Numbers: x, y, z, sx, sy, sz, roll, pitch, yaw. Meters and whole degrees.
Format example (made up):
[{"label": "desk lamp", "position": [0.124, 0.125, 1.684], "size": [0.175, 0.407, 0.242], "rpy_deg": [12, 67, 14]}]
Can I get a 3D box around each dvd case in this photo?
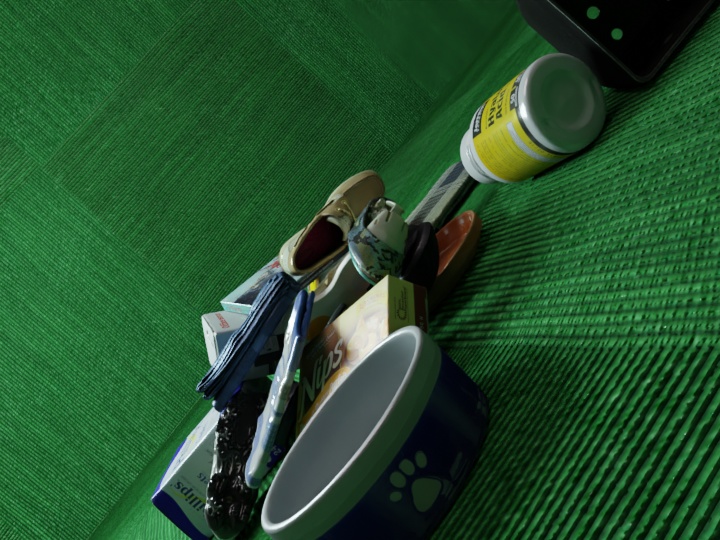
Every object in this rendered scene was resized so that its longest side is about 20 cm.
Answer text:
[{"label": "dvd case", "position": [-0.117, 0.004, 1.223], "size": [0.199, 0.022, 0.144], "rpy_deg": [-40, 25, -30]}]

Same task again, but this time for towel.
[{"label": "towel", "position": [-0.153, 0.093, 1.058], "size": [0.203, 0.048, 0.112], "rpy_deg": [-58, 2, -1]}, {"label": "towel", "position": [-0.095, 0.136, 0.896], "size": [0.147, 0.023, 0.205], "rpy_deg": [-89, 17, -70]}, {"label": "towel", "position": [0.144, -0.120, 1.323], "size": [0.201, 0.034, 0.192], "rpy_deg": [-50, 10, -13]}]

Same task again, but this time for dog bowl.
[{"label": "dog bowl", "position": [0.010, 0.148, 0.616], "size": [0.201, 0.078, 0.200], "rpy_deg": [-48, 8, 8]}]

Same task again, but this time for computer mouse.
[{"label": "computer mouse", "position": [0.050, 0.016, 0.915], "size": [0.202, 0.045, 0.142], "rpy_deg": [-60, 10, 31]}]

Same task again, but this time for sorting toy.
[{"label": "sorting toy", "position": [0.000, 0.000, 1.056], "size": [0.200, 0.106, 0.182], "rpy_deg": [-49, -13, -40]}]

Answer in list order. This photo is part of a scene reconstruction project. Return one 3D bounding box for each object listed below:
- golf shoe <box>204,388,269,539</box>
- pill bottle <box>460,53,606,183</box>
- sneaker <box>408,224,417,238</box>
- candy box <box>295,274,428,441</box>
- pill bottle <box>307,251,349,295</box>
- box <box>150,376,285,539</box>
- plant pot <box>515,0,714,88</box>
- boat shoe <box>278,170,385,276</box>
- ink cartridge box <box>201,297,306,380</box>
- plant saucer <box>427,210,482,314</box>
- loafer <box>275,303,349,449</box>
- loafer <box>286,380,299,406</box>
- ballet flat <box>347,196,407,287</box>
[{"label": "golf shoe", "position": [-0.162, 0.256, 1.000], "size": [0.096, 0.076, 0.203], "rpy_deg": [104, 180, -50]}, {"label": "pill bottle", "position": [0.199, -0.172, 0.928], "size": [0.112, 0.111, 0.200], "rpy_deg": [-51, 7, -19]}, {"label": "sneaker", "position": [0.044, -0.057, 1.283], "size": [0.074, 0.093, 0.199], "rpy_deg": [-15, -3, -21]}, {"label": "candy box", "position": [-0.002, 0.105, 0.815], "size": [0.200, 0.054, 0.118], "rpy_deg": [-43, 38, 47]}, {"label": "pill bottle", "position": [-0.024, 0.023, 1.287], "size": [0.110, 0.109, 0.200], "rpy_deg": [-50, 8, -12]}, {"label": "box", "position": [-0.202, 0.272, 1.155], "size": [0.201, 0.104, 0.184], "rpy_deg": [-49, 7, 8]}, {"label": "plant pot", "position": [0.297, -0.336, 0.901], "size": [0.201, 0.199, 0.177], "rpy_deg": [-49, -4, -1]}, {"label": "boat shoe", "position": [-0.032, -0.064, 1.100], "size": [0.200, 0.074, 0.066], "rpy_deg": [-47, 18, -7]}, {"label": "ink cartridge box", "position": [-0.142, 0.105, 1.201], "size": [0.195, 0.086, 0.146], "rpy_deg": [-9, 11, -17]}, {"label": "plant saucer", "position": [0.090, 0.009, 0.990], "size": [0.201, 0.032, 0.201], "rpy_deg": [-49, 9, 10]}, {"label": "loafer", "position": [-0.041, 0.137, 0.951], "size": [0.072, 0.062, 0.203], "rpy_deg": [105, -171, -59]}, {"label": "loafer", "position": [-0.098, 0.194, 1.061], "size": [0.073, 0.072, 0.200], "rpy_deg": [-55, 7, -10]}, {"label": "ballet flat", "position": [0.024, -0.044, 0.867], "size": [0.074, 0.074, 0.201], "rpy_deg": [-47, 14, 12]}]
